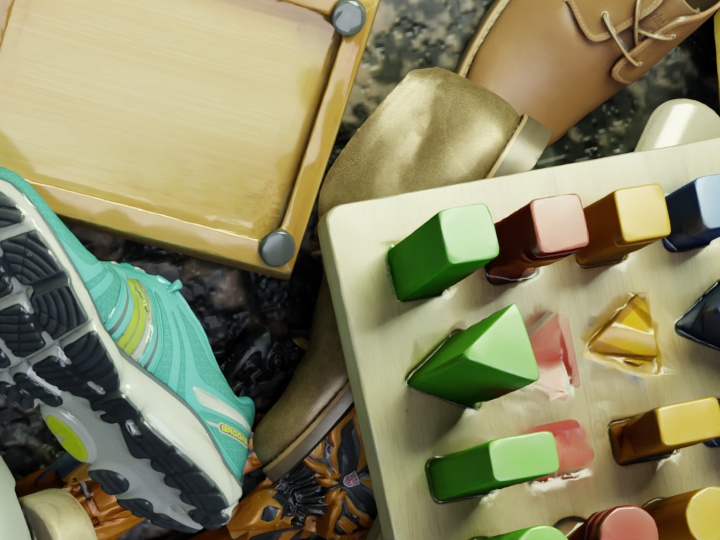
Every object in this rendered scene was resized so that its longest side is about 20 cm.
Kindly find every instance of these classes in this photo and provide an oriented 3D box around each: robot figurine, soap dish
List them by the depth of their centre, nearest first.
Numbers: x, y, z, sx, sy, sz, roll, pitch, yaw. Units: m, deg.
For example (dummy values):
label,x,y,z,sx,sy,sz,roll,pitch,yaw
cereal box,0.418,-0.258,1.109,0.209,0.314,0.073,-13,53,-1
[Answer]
label,x,y,z,sx,sy,sz,roll,pitch,yaw
soap dish,-0.095,-0.087,1.221,0.199,0.081,0.158,15,103,-19
robot figurine,-0.063,0.112,1.307,0.199,0.058,0.146,-24,114,-7

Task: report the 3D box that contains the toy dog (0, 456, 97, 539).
label,x,y,z,sx,sy,sz,roll,pitch,yaw
toy dog,-0.196,0.087,1.231,0.131,0.201,0.096,7,147,-34

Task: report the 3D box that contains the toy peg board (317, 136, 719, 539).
label,x,y,z,sx,sy,sz,roll,pitch,yaw
toy peg board,0.106,0.048,1.172,0.198,0.098,0.201,-10,83,-17

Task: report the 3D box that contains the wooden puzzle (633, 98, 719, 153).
label,x,y,z,sx,sy,sz,roll,pitch,yaw
wooden puzzle,0.164,0.047,1.297,0.200,0.037,0.186,42,68,-44

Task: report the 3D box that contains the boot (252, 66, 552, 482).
label,x,y,z,sx,sy,sz,roll,pitch,yaw
boot,0.000,0.000,1.250,0.075,0.074,0.200,34,83,-5

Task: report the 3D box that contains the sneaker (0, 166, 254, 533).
label,x,y,z,sx,sy,sz,roll,pitch,yaw
sneaker,-0.113,0.027,1.205,0.077,0.080,0.200,-13,129,33

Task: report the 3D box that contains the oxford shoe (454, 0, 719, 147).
label,x,y,z,sx,sy,sz,roll,pitch,yaw
oxford shoe,0.116,-0.117,1.280,0.200,0.071,0.071,-46,115,3

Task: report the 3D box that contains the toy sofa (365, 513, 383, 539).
label,x,y,z,sx,sy,sz,roll,pitch,yaw
toy sofa,0.065,0.107,1.290,0.098,0.083,0.201,43,66,-44

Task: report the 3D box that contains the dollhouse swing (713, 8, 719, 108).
label,x,y,z,sx,sy,sz,roll,pitch,yaw
dollhouse swing,0.287,-0.070,1.268,0.199,0.176,0.182,24,116,-27
